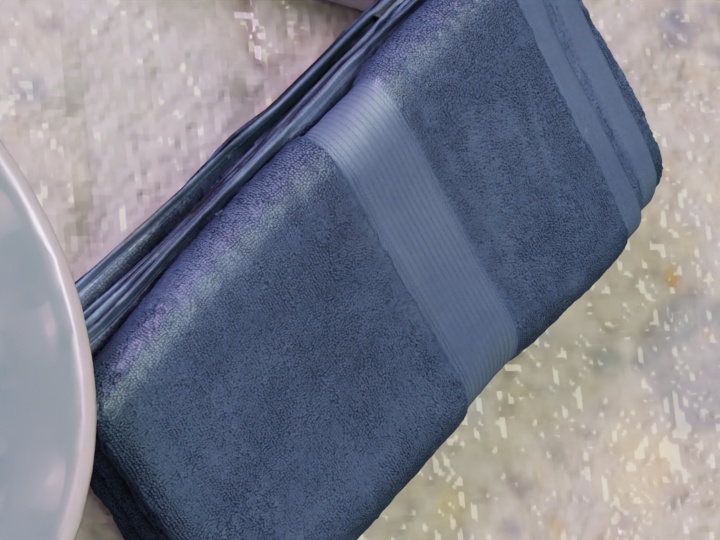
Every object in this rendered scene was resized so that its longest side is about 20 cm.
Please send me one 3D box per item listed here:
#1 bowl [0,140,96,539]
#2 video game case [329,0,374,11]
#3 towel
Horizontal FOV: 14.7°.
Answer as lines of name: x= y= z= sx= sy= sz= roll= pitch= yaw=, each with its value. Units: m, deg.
bowl: x=-0.168 y=0.035 z=0.612 sx=0.200 sy=0.105 sz=0.202 roll=15 pitch=56 yaw=-24
video game case: x=-0.034 y=-0.187 z=0.802 sx=0.180 sy=0.045 sz=0.201 roll=13 pitch=72 yaw=-29
towel: x=0.000 y=0.000 z=0.760 sx=0.200 sy=0.048 sz=0.112 roll=-46 pitch=125 yaw=-26
